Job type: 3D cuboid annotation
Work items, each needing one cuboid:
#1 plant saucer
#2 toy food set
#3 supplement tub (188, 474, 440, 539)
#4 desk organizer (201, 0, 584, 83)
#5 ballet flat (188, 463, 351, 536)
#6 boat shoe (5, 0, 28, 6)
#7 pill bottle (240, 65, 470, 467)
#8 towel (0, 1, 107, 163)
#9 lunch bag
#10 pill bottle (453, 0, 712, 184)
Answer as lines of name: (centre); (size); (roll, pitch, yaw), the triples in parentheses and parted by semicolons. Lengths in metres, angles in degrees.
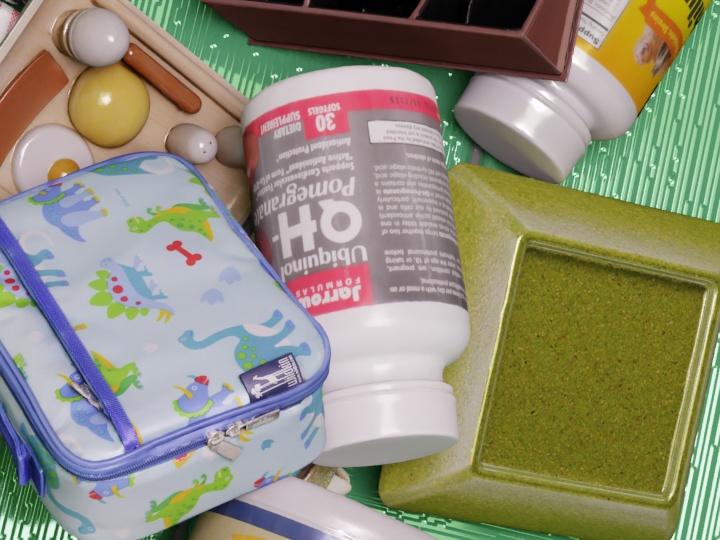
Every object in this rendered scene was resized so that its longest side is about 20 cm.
plant saucer: (0.125, 0.056, 1.333); (0.199, 0.048, 0.201); (12, 91, -24)
toy food set: (-0.127, -0.067, 1.286); (0.200, 0.060, 0.144); (38, 77, -29)
supplement tub: (-0.044, 0.215, 1.202); (0.144, 0.144, 0.201); (24, 80, -10)
desk organizer: (0.018, -0.159, 1.293); (0.199, 0.077, 0.072); (9, 82, 23)
ballet flat: (-0.019, 0.090, 1.325); (0.071, 0.071, 0.200); (34, 80, -9)
boat shoe: (-0.119, -0.211, 1.311); (0.200, 0.076, 0.060); (-44, 57, -11)
pill bottle: (0.000, 0.000, 1.254); (0.110, 0.111, 0.201); (-4, 74, -14)
towel: (-0.236, -0.087, 1.305); (0.199, 0.030, 0.147); (25, 80, -13)
lunch bag: (-0.118, 0.036, 1.180); (0.160, 0.083, 0.200); (-20, 50, -20)
pill bottle: (0.138, -0.153, 1.357); (0.109, 0.109, 0.200); (35, 79, -8)
